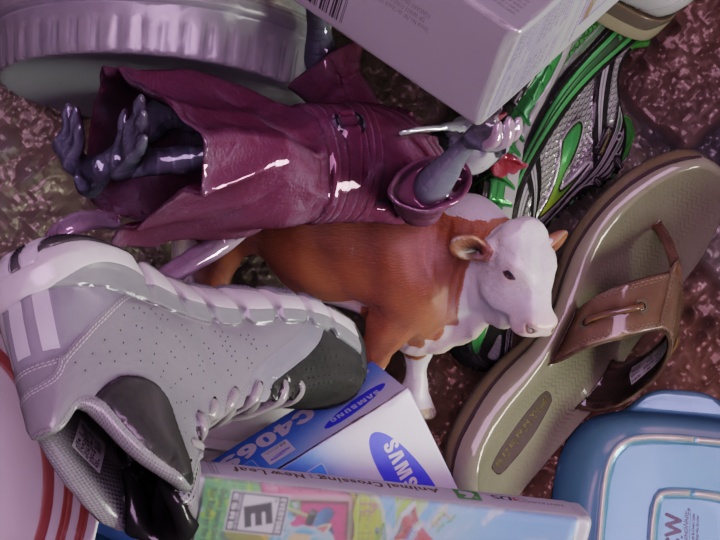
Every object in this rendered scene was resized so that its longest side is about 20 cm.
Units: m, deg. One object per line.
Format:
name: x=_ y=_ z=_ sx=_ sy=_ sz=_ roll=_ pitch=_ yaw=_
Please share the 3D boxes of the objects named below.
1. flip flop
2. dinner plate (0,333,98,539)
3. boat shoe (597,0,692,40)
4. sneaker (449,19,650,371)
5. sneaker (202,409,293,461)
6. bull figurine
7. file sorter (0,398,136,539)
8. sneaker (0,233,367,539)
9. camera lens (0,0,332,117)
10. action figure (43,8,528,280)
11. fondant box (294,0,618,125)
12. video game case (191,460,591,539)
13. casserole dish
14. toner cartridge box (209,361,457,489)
flip flop: x=0.113 y=0.035 z=1.350 sx=0.057 sy=0.081 sz=0.200 roll=30 pitch=79 yaw=41
dinner plate: x=-0.202 y=0.089 z=1.204 sx=0.199 sy=0.024 sz=0.201 roll=-2 pitch=78 yaw=8
boat shoe: x=0.079 y=-0.176 z=1.315 sx=0.199 sy=0.068 sz=0.075 roll=21 pitch=45 yaw=-30
sneaker: x=0.087 y=-0.047 z=1.369 sx=0.085 sy=0.078 sz=0.201 roll=19 pitch=85 yaw=-18
sneaker: x=-0.060 y=0.127 z=1.318 sx=0.072 sy=0.085 sz=0.201 roll=5 pitch=79 yaw=-5
bull figurine: x=0.000 y=0.000 z=1.310 sx=0.199 sy=0.065 sz=0.122 roll=27 pitch=114 yaw=20
file sorter: x=-0.173 y=0.110 z=1.270 sx=0.138 sy=0.123 sz=0.201 roll=6 pitch=79 yaw=9
sneaker: x=-0.069 y=0.063 z=1.181 sx=0.199 sy=0.075 sz=0.116 roll=15 pitch=52 yaw=-43
camera lens: x=-0.086 y=-0.178 z=1.324 sx=0.159 sy=0.160 sz=0.201 roll=5 pitch=80 yaw=-6
action figure: x=-0.017 y=-0.038 z=1.216 sx=0.199 sy=0.134 sz=0.149 roll=1 pitch=124 yaw=-28
fondant box: x=0.052 y=-0.163 z=1.207 sx=0.144 sy=0.058 sz=0.200 roll=35 pitch=49 yaw=14
video game case: x=-0.007 y=0.185 z=1.263 sx=0.181 sy=0.022 sz=0.201 roll=8 pitch=108 yaw=-18
casserole dish: x=0.150 y=0.154 z=1.364 sx=0.120 sy=0.039 sz=0.201 roll=5 pitch=79 yaw=-7
toner cartridge box: x=0.014 y=0.150 z=1.298 sx=0.095 sy=0.043 sz=0.201 roll=-32 pitch=115 yaw=-12
